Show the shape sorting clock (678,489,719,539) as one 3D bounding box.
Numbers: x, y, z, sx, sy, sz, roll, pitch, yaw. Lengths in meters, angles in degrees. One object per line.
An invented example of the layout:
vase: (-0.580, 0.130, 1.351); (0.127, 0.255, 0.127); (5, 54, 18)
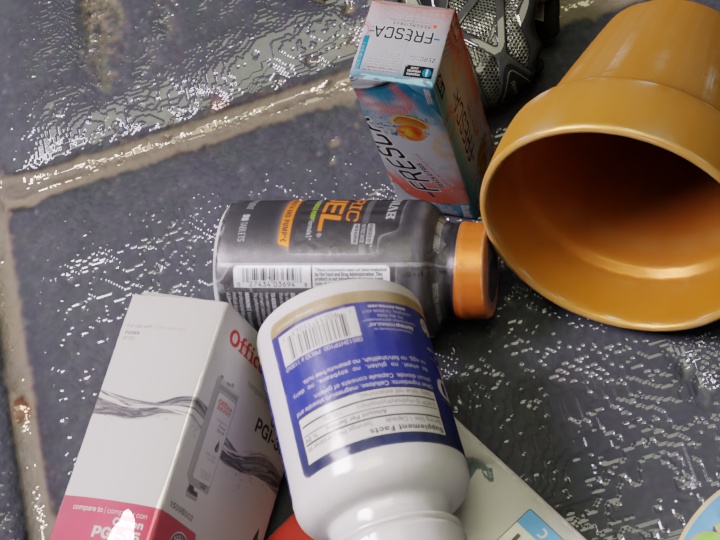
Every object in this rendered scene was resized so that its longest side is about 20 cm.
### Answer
shape sorting clock: (0.300, 0.216, 1.090); (0.200, 0.039, 0.200); (-6, 62, 11)

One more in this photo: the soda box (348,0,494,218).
soda box: (0.049, -0.114, 1.229); (0.063, 0.200, 0.068); (8, 67, 18)

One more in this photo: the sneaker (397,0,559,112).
sneaker: (0.089, -0.221, 1.350); (0.114, 0.076, 0.200); (-26, 63, -2)

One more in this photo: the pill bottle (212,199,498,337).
pill bottle: (0.000, 0.000, 1.237); (0.200, 0.106, 0.106); (0, 63, 13)

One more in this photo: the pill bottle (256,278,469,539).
pill bottle: (0.007, 0.118, 1.116); (0.120, 0.120, 0.200); (-17, 60, 4)

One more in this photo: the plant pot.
plant pot: (0.207, -0.090, 1.196); (0.200, 0.200, 0.183); (11, 51, 19)

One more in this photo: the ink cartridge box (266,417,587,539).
ink cartridge box: (0.040, 0.199, 1.160); (0.176, 0.045, 0.200); (-43, 61, -11)

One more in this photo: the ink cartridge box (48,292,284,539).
ink cartridge box: (-0.123, 0.135, 1.168); (0.083, 0.147, 0.200); (4, 64, 27)

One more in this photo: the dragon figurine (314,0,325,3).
dragon figurine: (-0.108, -0.297, 1.444); (0.200, 0.059, 0.100); (19, 69, 23)
